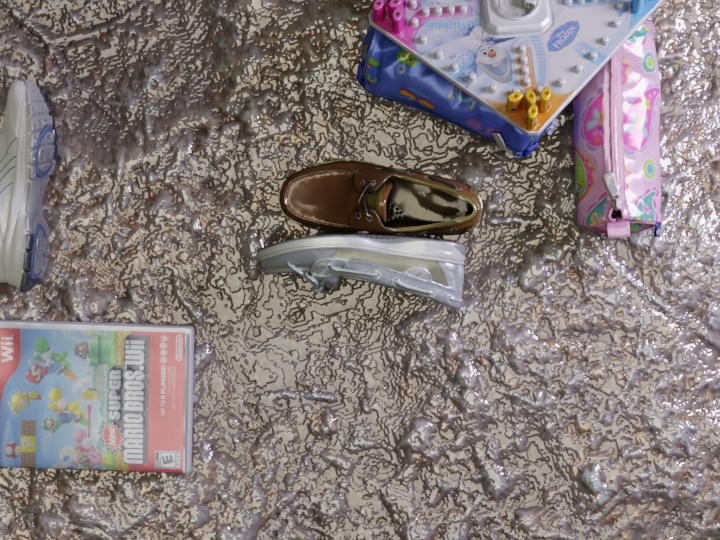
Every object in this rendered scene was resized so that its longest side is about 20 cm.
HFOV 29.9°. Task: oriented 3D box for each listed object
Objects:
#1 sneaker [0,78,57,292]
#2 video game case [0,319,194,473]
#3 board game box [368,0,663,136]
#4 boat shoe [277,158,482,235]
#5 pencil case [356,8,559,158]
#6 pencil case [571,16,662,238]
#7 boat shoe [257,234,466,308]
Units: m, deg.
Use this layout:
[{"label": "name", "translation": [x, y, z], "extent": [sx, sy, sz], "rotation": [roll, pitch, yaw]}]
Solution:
[{"label": "sneaker", "translation": [-0.342, -0.084, 1.292], "extent": [0.086, 0.074, 0.203], "rotation": [8, 92, 7]}, {"label": "video game case", "translation": [-0.263, 0.124, 1.322], "extent": [0.197, 0.017, 0.145], "rotation": [2, 93, 2]}, {"label": "board game box", "translation": [0.141, -0.245, 1.221], "extent": [0.199, 0.026, 0.200], "rotation": [38, 71, 20]}, {"label": "boat shoe", "translation": [0.017, -0.070, 1.278], "extent": [0.197, 0.068, 0.073], "rotation": [1, 93, 2]}, {"label": "pencil case", "translation": [0.091, -0.172, 1.265], "extent": [0.198, 0.078, 0.088], "rotation": [25, 70, 2]}, {"label": "pencil case", "translation": [0.238, -0.132, 1.259], "extent": [0.086, 0.087, 0.203], "rotation": [-1, 92, 2]}, {"label": "boat shoe", "translation": [0.001, 0.000, 1.281], "extent": [0.199, 0.074, 0.066], "rotation": [2, 88, -5]}]
